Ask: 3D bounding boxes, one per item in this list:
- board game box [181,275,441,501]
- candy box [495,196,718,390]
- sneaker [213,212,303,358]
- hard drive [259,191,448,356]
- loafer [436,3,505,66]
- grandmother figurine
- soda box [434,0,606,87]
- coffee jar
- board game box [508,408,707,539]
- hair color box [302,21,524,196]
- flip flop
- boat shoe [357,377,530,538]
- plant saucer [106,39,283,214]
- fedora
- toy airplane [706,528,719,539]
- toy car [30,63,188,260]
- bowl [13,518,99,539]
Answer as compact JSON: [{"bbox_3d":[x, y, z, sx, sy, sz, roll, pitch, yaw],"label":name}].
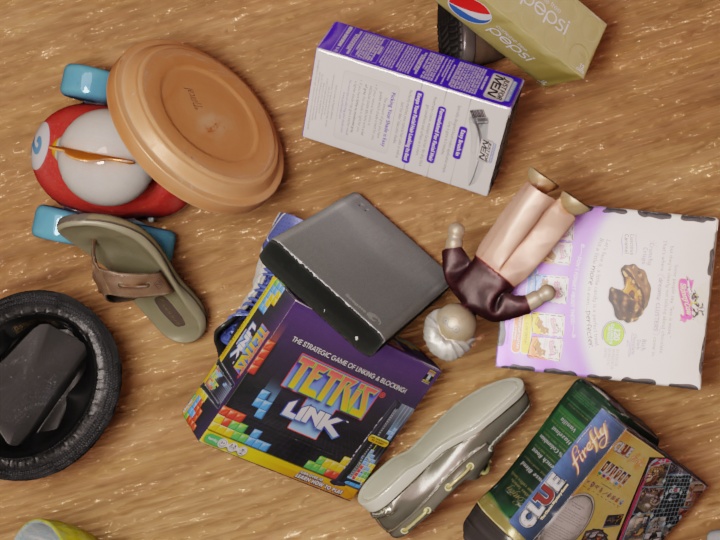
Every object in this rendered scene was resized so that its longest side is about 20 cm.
[{"bbox_3d":[-0.044,0.118,1.374,0.200,0.057,0.165,27,103,-36],"label":"board game box"},{"bbox_3d":[0.241,0.022,1.396,0.200,0.072,0.168,7,89,8],"label":"candy box"},{"bbox_3d":[-0.088,0.044,1.418,0.080,0.115,0.200,21,91,7],"label":"sneaker"},{"bbox_3d":[0.000,0.000,1.366,0.140,0.200,0.033,42,117,6],"label":"hard drive"},{"bbox_3d":[0.115,-0.297,1.430,0.071,0.073,0.200,1,89,-25],"label":"loafer"},{"bbox_3d":[0.126,-0.001,1.352,0.121,0.061,0.200,39,99,29],"label":"grandmother figurine"},{"bbox_3d":[0.140,-0.260,1.363,0.200,0.064,0.068,33,72,-26],"label":"soda box"},{"bbox_3d":[0.192,0.209,1.381,0.200,0.104,0.085,-51,47,3],"label":"coffee jar"},{"bbox_3d":[0.237,0.219,1.335,0.136,0.200,0.035,-51,49,4],"label":"board game box"},{"bbox_3d":[0.051,-0.160,1.406,0.200,0.065,0.109,20,131,9],"label":"hair color box"},{"bbox_3d":[-0.226,0.015,1.414,0.081,0.200,0.058,-8,44,33],"label":"flip flop"},{"bbox_3d":[0.092,0.186,1.415,0.202,0.072,0.060,-38,106,-2],"label":"boat shoe"},{"bbox_3d":[-0.156,-0.146,1.395,0.032,0.200,0.200,-40,83,35],"label":"plant saucer"},{"bbox_3d":[-0.330,0.117,1.461,0.200,0.092,0.201,0,89,8],"label":"fedora"},{"bbox_3d":[0.339,0.336,1.329,0.199,0.141,0.200,-27,91,1],"label":"toy airplane"},{"bbox_3d":[-0.260,-0.113,1.402,0.177,0.200,0.185,12,90,8],"label":"toy car"},{"bbox_3d":[-0.279,0.350,1.429,0.108,0.200,0.200,6,89,-34],"label":"bowl"}]
